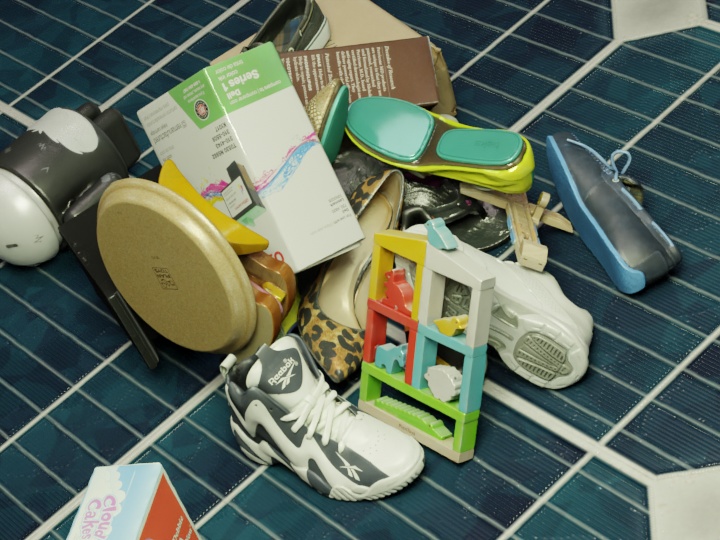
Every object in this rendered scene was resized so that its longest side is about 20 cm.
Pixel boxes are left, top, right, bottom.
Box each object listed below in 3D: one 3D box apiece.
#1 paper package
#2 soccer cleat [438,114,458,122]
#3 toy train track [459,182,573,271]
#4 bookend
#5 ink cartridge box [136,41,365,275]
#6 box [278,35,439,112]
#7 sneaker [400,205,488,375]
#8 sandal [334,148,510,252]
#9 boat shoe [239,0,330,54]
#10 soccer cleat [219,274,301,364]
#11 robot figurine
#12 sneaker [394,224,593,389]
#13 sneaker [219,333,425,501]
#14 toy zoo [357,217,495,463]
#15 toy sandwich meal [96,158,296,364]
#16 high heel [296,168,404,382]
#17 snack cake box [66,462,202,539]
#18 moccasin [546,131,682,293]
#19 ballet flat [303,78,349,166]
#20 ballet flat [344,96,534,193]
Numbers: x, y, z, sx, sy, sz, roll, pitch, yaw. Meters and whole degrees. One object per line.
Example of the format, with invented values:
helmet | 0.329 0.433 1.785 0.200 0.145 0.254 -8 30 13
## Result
paper package | -0.031 -0.194 1.948 0.190 0.104 0.200 -33 41 -13
soccer cleat | 0.012 -0.102 1.848 0.200 0.069 0.078 -38 53 -13
toy train track | 0.153 -0.055 1.686 0.114 0.033 0.200 19 22 -8
bookend | -0.172 -0.027 1.806 0.200 0.092 0.199 -33 30 -9
ink cartridge box | -0.101 -0.086 1.666 0.084 0.200 0.145 -27 3 -34
box | -0.032 -0.176 1.790 0.200 0.075 0.100 -6 -4 -11
sneaker | 0.063 0.024 1.665 0.070 0.090 0.200 -18 39 6
sandal | 0.056 -0.068 1.766 0.200 0.048 0.075 16 73 13
boat shoe | -0.101 -0.211 1.878 0.069 0.057 0.200 9 50 34
soccer cleat | -0.081 0.034 1.762 0.084 0.065 0.200 14 40 -3
robot figurine | -0.329 -0.093 1.963 0.200 0.125 0.150 -46 2 -26
sneaker | 0.120 0.021 1.615 0.200 0.078 0.099 37 35 0
sneaker | -0.043 0.119 1.577 0.199 0.130 0.080 20 56 39
toy zoo | 0.056 0.050 1.567 0.020 0.200 0.131 -14 27 -41
toy sandwich meal | -0.147 -0.009 1.624 0.205 0.205 0.070 15 44 37
high heel | 0.000 0.000 1.684 0.071 0.143 0.200 21 34 -15
snack cake box | -0.198 0.270 1.492 0.067 0.115 0.200 -5 42 21
moccasin | 0.235 -0.057 1.700 0.068 0.081 0.200 -21 53 -6
ballet flat | -0.054 -0.099 1.731 0.065 0.200 0.071 20 37 16
ballet flat | 0.075 -0.109 1.704 0.200 0.067 0.067 16 66 30
